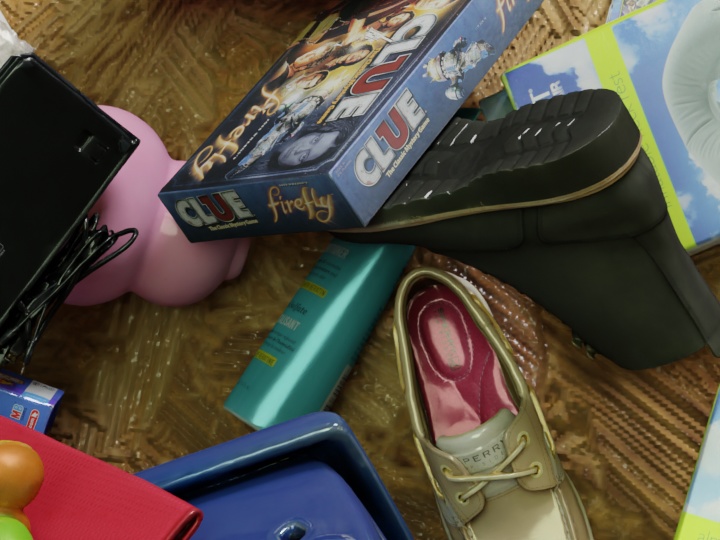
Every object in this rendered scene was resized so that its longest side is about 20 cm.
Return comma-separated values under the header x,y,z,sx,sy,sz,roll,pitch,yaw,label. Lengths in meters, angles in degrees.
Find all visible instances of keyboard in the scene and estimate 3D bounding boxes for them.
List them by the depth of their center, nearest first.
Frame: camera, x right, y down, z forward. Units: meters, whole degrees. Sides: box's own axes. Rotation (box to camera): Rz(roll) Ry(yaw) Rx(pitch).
x,y,z,sx,sy,sz,roll,pitch,yaw,label
-0.190,-0.001,0.967,0.104,0.040,0.201,39,85,-16,keyboard

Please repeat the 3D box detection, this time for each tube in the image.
x,y,z,sx,sy,sz,roll,pitch,yaw,label
0.000,0.000,1.033,0.050,0.077,0.201,34,83,-24,tube

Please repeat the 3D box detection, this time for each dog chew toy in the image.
x,y,z,sx,sy,sz,roll,pitch,yaw,label
-0.155,-0.039,1.042,0.198,0.124,0.126,18,77,-12,dog chew toy

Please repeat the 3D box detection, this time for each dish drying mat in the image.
x,y,z,sx,sy,sz,roll,pitch,yaw,label
-0.154,0.113,0.896,0.199,0.018,0.077,16,59,46,dish drying mat

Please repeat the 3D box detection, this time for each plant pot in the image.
x,y,z,sx,sy,sz,roll,pitch,yaw,label
-0.049,0.191,0.904,0.198,0.201,0.181,-20,41,8,plant pot

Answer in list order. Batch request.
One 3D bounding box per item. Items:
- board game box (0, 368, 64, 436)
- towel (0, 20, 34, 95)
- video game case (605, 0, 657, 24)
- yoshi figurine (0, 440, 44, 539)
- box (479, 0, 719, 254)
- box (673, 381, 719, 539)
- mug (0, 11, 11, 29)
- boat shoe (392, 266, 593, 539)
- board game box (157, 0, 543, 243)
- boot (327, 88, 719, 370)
x,y,z,sx,sy,sz,roll,pitch,yaw,label
-0.250,0.135,1.010,0.133,0.045,0.202,21,96,-4,board game box
-0.272,-0.122,0.965,0.200,0.034,0.133,39,84,6,towel
0.243,-0.188,1.034,0.198,0.045,0.183,10,77,17,video game case
-0.159,0.145,0.774,0.112,0.112,0.201,-26,46,11,yoshi figurine
0.164,-0.073,0.981,0.199,0.048,0.123,-23,83,17,box
0.214,0.132,0.945,0.121,0.048,0.202,15,78,17,box
-0.316,-0.116,1.091,0.199,0.178,0.134,-36,55,6,mug
0.060,0.089,0.985,0.073,0.069,0.201,-26,69,5,boat shoe
0.002,-0.096,0.995,0.135,0.035,0.200,-4,39,47,board game box
0.073,-0.003,0.951,0.199,0.139,0.078,-4,39,48,boot
